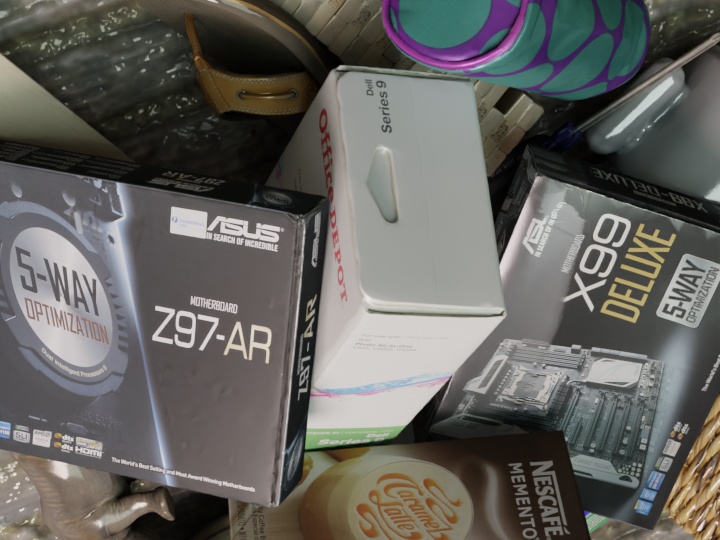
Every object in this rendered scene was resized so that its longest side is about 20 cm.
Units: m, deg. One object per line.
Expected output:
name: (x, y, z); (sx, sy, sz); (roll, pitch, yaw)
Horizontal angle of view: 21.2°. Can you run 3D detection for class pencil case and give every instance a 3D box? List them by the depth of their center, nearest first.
pencil case: (0.088, -0.142, 1.053); (0.085, 0.092, 0.200); (-55, 158, 15)

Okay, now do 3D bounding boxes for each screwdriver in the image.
screwdriver: (0.141, -0.093, 1.146); (0.028, 0.029, 0.200); (37, 129, -21)

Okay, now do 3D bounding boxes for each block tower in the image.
block tower: (0.024, -0.131, 1.117); (0.200, 0.054, 0.058); (34, 101, -33)

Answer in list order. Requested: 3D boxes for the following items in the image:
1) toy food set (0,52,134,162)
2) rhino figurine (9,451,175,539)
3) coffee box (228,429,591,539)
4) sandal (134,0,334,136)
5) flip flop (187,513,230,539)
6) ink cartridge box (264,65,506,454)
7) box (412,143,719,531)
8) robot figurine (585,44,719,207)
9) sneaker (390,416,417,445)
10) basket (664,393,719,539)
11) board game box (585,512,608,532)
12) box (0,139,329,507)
toy food set: (-0.209, -0.037, 1.077); (0.200, 0.060, 0.144); (40, 89, -30)
rhino figurine: (-0.159, 0.136, 1.189); (0.087, 0.060, 0.201); (-13, 125, 9)
coffee box: (0.027, 0.163, 1.097); (0.198, 0.115, 0.080); (-5, 131, -4)
sandal: (-0.055, -0.101, 1.084); (0.200, 0.081, 0.055); (44, 62, -40)
flip flop: (-0.039, 0.162, 1.205); (0.200, 0.058, 0.081); (-36, 155, 34)
ink cartridge box: (0.000, 0.000, 1.072); (0.087, 0.146, 0.200); (1, 153, -18)
box: (0.137, 0.042, 1.143); (0.157, 0.050, 0.201); (18, 114, -10)
robot figurine: (0.215, -0.058, 1.196); (0.169, 0.113, 0.200); (40, 99, -23)
sneaker: (0.031, 0.145, 1.240); (0.086, 0.075, 0.201); (-23, 99, 6)
basket: (0.289, 0.094, 1.225); (0.142, 0.149, 0.201); (-11, 137, -48)
board game box: (0.156, 0.109, 1.318); (0.200, 0.029, 0.135); (-37, 123, 2)
box: (-0.122, 0.026, 1.014); (0.199, 0.044, 0.161); (11, 108, 13)
